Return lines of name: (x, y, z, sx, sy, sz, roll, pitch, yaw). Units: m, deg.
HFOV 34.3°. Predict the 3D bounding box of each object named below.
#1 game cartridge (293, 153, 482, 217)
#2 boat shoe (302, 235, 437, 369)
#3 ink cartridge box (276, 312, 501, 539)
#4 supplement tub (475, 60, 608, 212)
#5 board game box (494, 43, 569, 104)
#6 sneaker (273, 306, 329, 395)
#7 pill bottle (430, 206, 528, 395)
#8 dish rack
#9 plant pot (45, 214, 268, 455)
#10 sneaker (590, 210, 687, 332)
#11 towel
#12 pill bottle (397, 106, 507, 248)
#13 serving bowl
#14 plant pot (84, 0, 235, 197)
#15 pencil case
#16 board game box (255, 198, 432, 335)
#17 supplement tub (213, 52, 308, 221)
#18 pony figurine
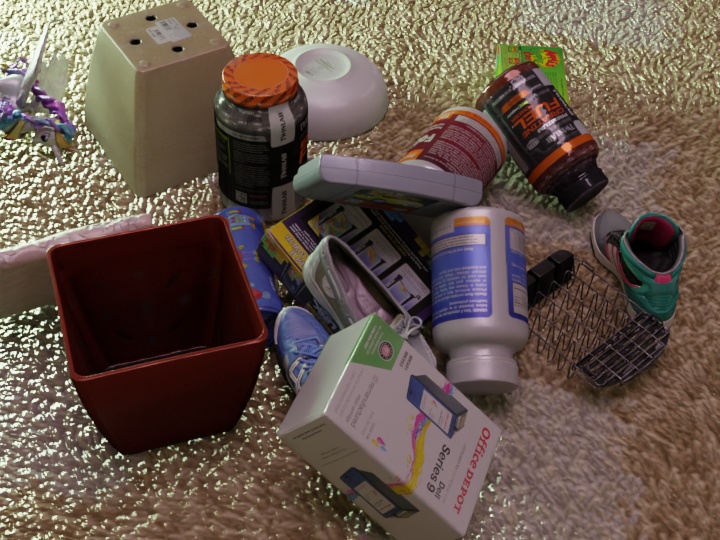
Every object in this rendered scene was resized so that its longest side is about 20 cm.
game cartridge: (0.033, -0.097, 1.352, 0.199, 0.133, 0.041, 8, 79, -17)
boat shoe: (0.015, 0.050, 1.310, 0.074, 0.065, 0.202, -33, 81, -31)
ink cartridge box: (0.035, 0.167, 1.192, 0.200, 0.087, 0.146, 45, 46, -16)
supplement tub: (0.252, -0.179, 1.587, 0.107, 0.107, 0.201, -28, 75, -28)
board game box: (0.255, -0.260, 1.737, 0.101, 0.048, 0.201, 4, 45, 0)
sneaker: (-0.040, 0.118, 1.290, 0.075, 0.077, 0.201, -17, 61, -18)
pill bottle: (0.137, 0.037, 1.345, 0.111, 0.112, 0.202, 1, 73, -2)
dish rack: (0.264, 0.065, 1.405, 0.153, 0.055, 0.200, -32, 56, -29)
plant pot: (-0.217, 0.085, 1.271, 0.198, 0.177, 0.201, -12, 45, -14)
sneaker: (0.346, -0.035, 1.459, 0.083, 0.121, 0.201, -8, 45, -11)
towel: (-0.345, -0.004, 1.355, 0.199, 0.191, 0.032, -18, 78, -21)
pill bottle: (0.104, -0.119, 1.539, 0.114, 0.115, 0.200, 23, 47, 19)
serving bowl: (-0.056, -0.278, 1.728, 0.198, 0.066, 0.201, 1, 45, -1)
plant pot: (-0.266, -0.254, 1.613, 0.199, 0.178, 0.200, -23, 50, -23)
pencil case: (-0.138, 0.012, 1.419, 0.078, 0.087, 0.201, -29, 44, 10)
board game box: (0.000, 0.000, 1.402, 0.165, 0.057, 0.200, -35, 81, -31)
supplement tub: (-0.129, -0.173, 1.521, 0.122, 0.201, 0.123, 2, 45, -2)
pony figurine: (-0.482, -0.247, 1.637, 0.198, 0.167, 0.195, 6, 76, -1)
